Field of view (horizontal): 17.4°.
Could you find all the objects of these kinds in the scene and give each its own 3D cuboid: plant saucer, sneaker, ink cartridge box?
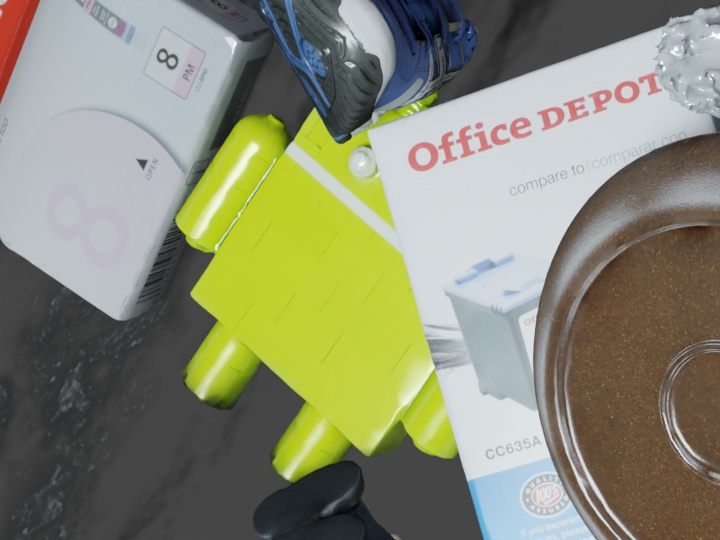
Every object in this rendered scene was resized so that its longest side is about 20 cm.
[{"bbox_3d":[0.141,0.050,0.872,0.200,0.032,0.200,13,111,36],"label":"plant saucer"},{"bbox_3d":[0.004,-0.102,0.975,0.077,0.200,0.076,-30,93,1],"label":"sneaker"},{"bbox_3d":[-0.156,-0.095,1.162,0.200,0.057,0.163,31,115,13],"label":"ink cartridge box"},{"bbox_3d":[0.105,0.014,0.983,0.146,0.086,0.200,-19,85,19],"label":"ink cartridge box"}]

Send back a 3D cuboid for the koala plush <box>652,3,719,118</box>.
[{"bbox_3d":[0.227,-0.083,0.900,0.200,0.177,0.184,6,107,35],"label":"koala plush"}]

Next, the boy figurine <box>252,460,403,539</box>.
[{"bbox_3d":[0.024,0.177,1.101,0.064,0.124,0.200,-25,124,13],"label":"boy figurine"}]

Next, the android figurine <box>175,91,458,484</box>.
[{"bbox_3d":[0.000,0.000,1.093,0.182,0.041,0.200,43,111,19],"label":"android figurine"}]
